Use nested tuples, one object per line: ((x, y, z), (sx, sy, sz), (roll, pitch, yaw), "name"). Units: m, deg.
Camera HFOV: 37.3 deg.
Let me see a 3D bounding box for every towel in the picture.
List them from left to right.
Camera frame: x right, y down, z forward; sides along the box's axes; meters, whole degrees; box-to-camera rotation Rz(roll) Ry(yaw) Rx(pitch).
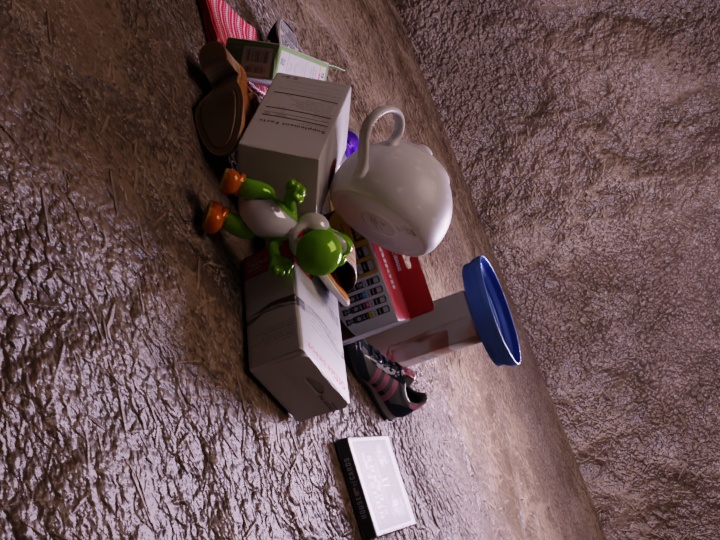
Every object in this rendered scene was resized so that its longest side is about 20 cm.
((-0.208, -0.381, 1.764), (0.200, 0.022, 0.145), (34, 38, -65), "towel")

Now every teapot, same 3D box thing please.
((0.059, -0.127, 1.569), (0.197, 0.146, 0.200), (34, -17, -6), "teapot")

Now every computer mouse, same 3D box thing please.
((-0.145, -0.369, 1.931), (0.110, 0.044, 0.200), (44, 34, -47), "computer mouse")

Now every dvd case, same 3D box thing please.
((0.025, 0.327, 1.629), (0.200, 0.025, 0.150), (22, 48, -70), "dvd case")

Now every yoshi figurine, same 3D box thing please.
((-0.099, -0.053, 1.387), (0.200, 0.112, 0.112), (23, 56, -14), "yoshi figurine")

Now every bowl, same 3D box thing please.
((0.227, 0.074, 1.863), (0.201, 0.039, 0.201), (-20, 90, -75), "bowl")

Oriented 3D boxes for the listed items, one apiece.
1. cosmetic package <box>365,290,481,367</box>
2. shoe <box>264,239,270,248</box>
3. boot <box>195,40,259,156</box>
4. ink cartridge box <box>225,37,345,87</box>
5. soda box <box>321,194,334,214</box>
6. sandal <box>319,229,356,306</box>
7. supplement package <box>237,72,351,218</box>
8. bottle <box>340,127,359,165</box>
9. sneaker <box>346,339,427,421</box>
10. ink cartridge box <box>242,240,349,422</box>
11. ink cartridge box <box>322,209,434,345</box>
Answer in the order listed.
((0.113, 0.111, 1.878), (0.103, 0.200, 0.087), (17, 55, -69), "cosmetic package")
((-0.125, -0.063, 1.574), (0.070, 0.053, 0.200), (44, 13, -33), "shoe")
((-0.179, -0.222, 1.571), (0.155, 0.074, 0.200), (57, 24, -58), "boot")
((-0.122, -0.324, 1.731), (0.200, 0.104, 0.059), (3, 100, -60), "ink cartridge box")
((-0.037, -0.055, 1.830), (0.200, 0.068, 0.064), (50, 25, -49), "soda box")
((-0.044, -0.037, 1.532), (0.079, 0.059, 0.207), (53, 9, -44), "sandal")
((-0.095, -0.180, 1.559), (0.200, 0.120, 0.121), (-71, 171, -48), "supplement package")
((-0.061, -0.183, 1.780), (0.200, 0.084, 0.065), (-42, 146, -50), "bottle")
((0.044, 0.167, 1.789), (0.200, 0.082, 0.070), (57, 20, -36), "sneaker")
((-0.088, 0.082, 1.447), (0.145, 0.083, 0.200), (54, 20, -44), "ink cartridge box")
((0.000, 0.000, 1.683), (0.200, 0.176, 0.084), (70, 15, 8), "ink cartridge box")
